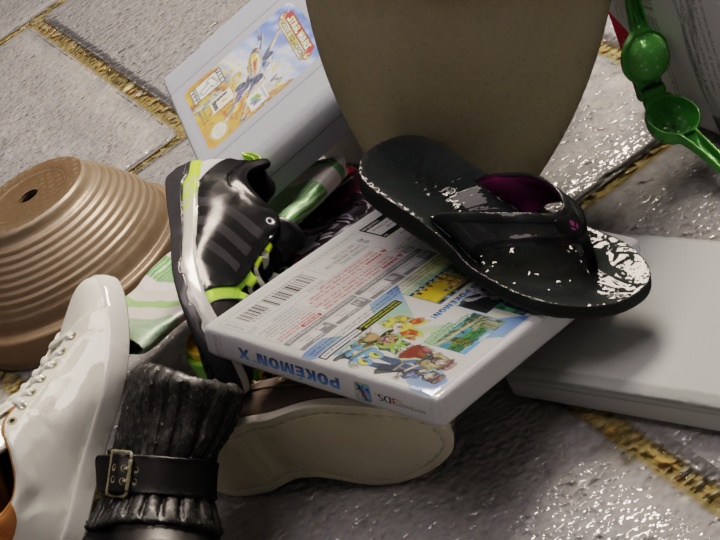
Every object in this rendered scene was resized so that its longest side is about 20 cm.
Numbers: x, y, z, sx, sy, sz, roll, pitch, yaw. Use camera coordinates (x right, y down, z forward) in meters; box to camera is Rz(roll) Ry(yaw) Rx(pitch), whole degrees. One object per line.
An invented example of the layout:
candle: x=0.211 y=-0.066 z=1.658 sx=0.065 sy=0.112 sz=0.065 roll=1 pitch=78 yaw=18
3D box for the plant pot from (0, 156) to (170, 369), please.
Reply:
plant pot: x=-0.237 y=-0.022 z=1.583 sx=0.199 sy=0.093 sz=0.202 roll=-23 pitch=30 yaw=14

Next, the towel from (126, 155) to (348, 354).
towel: x=-0.106 y=-0.010 z=1.408 sx=0.200 sy=0.023 sz=0.152 roll=-41 pitch=15 yaw=-22

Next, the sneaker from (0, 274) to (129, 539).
sneaker: x=-0.203 y=0.087 z=1.298 sx=0.073 sy=0.084 sz=0.202 roll=-32 pitch=44 yaw=57

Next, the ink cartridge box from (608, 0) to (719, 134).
ink cartridge box: x=0.241 y=-0.167 z=1.306 sx=0.083 sy=0.146 sz=0.200 roll=-30 pitch=28 yaw=-14

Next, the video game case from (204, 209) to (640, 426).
video game case: x=0.038 y=0.015 z=1.204 sx=0.181 sy=0.022 sz=0.200 roll=15 pitch=36 yaw=39

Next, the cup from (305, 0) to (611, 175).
cup: x=0.062 y=-0.126 z=1.300 sx=0.198 sy=0.145 sz=0.201 roll=-1 pitch=19 yaw=0

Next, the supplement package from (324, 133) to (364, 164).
supplement package: x=0.042 y=-0.152 z=1.502 sx=0.117 sy=0.117 sz=0.199 roll=-43 pitch=30 yaw=-23

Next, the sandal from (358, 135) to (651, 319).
sandal: x=0.078 y=-0.032 z=1.176 sx=0.200 sy=0.048 sz=0.075 roll=29 pitch=52 yaw=29

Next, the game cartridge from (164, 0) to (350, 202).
game cartridge: x=-0.067 y=-0.130 z=1.445 sx=0.133 sy=0.041 sz=0.200 roll=-44 pitch=33 yaw=10

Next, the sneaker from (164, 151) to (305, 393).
sneaker: x=-0.075 y=-0.010 z=1.285 sx=0.082 sy=0.072 sz=0.201 roll=-14 pitch=47 yaw=1

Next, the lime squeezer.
lime squeezer: x=0.192 y=-0.124 z=1.294 sx=0.037 sy=0.201 sz=0.071 roll=-23 pitch=-8 yaw=-2

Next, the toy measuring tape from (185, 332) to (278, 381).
toy measuring tape: x=-0.098 y=0.043 z=1.377 sx=0.073 sy=0.074 sz=0.200 roll=-38 pitch=25 yaw=-15

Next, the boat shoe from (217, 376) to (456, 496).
boat shoe: x=-0.021 y=0.091 z=1.224 sx=0.199 sy=0.072 sz=0.060 roll=-13 pitch=35 yaw=39

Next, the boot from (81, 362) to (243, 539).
boot: x=-0.096 y=0.138 z=1.143 sx=0.210 sy=0.079 sz=0.159 roll=13 pitch=76 yaw=53

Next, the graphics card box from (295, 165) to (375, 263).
graphics card box: x=0.000 y=0.000 z=1.369 sx=0.125 sy=0.051 sz=0.200 roll=-38 pitch=30 yaw=-15

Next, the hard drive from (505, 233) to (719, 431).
hard drive: x=0.192 y=0.033 z=1.161 sx=0.199 sy=0.026 sz=0.132 roll=6 pitch=45 yaw=49
